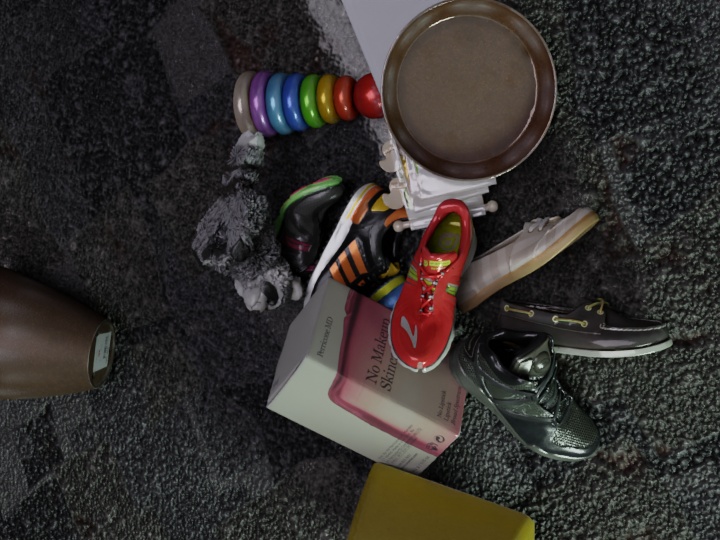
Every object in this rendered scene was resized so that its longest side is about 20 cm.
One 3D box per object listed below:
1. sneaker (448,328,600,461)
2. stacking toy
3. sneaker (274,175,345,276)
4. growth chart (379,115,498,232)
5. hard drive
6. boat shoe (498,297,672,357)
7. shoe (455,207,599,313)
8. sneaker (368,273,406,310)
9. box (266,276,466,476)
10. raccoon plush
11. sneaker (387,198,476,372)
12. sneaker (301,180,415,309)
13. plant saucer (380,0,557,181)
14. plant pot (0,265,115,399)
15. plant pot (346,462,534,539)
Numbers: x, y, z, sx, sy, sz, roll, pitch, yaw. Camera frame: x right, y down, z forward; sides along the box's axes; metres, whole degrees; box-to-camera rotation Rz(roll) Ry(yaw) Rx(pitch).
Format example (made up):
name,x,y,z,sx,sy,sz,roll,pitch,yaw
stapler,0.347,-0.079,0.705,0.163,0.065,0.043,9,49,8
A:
name,x,y,z,sx,sy,sz,roll,pitch,yaw
sneaker,0.198,0.135,1.361,0.199,0.077,0.114,41,152,-7
stacking toy,-0.052,-0.208,1.503,0.197,0.085,0.087,-3,92,21
sneaker,-0.071,-0.037,1.530,0.084,0.077,0.201,44,120,10
growth chart,0.092,-0.149,1.441,0.142,0.018,0.204,-3,88,10
hard drive,0.050,-0.312,1.444,0.130,0.027,0.203,-23,77,5
boat shoe,0.245,0.061,1.379,0.198,0.071,0.062,-2,97,28
shoe,0.178,-0.021,1.406,0.199,0.070,0.054,-34,87,26
sneaker,0.003,0.093,1.501,0.200,0.066,0.079,-42,80,22
box,0.012,0.122,1.405,0.198,0.129,0.109,28,135,-13
raccoon plush,-0.108,-0.048,1.477,0.096,0.133,0.202,10,73,47
sneaker,0.076,0.010,1.365,0.076,0.085,0.203,12,68,10
sneaker,0.000,0.000,1.493,0.089,0.070,0.202,30,103,24
plant saucer,0.121,-0.203,1.396,0.197,0.035,0.204,0,100,2
plant pot,-0.437,0.094,1.666,0.197,0.187,0.190,9,97,10
plant pot,0.071,0.370,1.379,0.197,0.177,0.202,15,137,23
